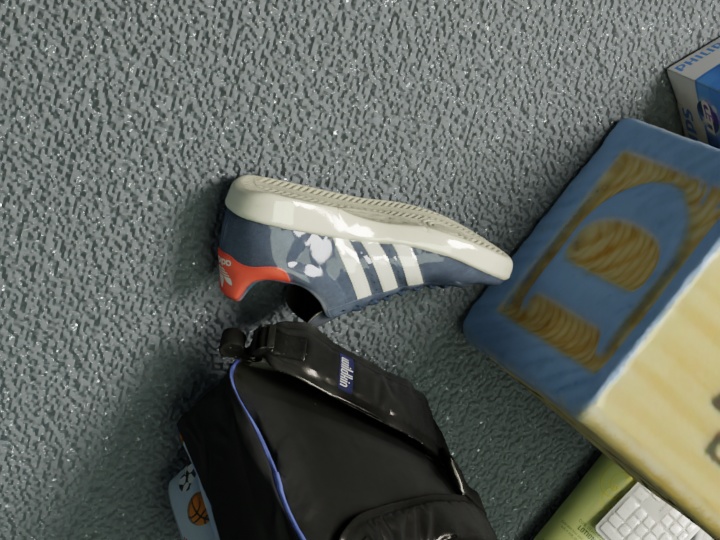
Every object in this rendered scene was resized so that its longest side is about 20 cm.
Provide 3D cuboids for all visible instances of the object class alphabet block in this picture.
[{"bbox_3d":[0.224,0.046,1.075,0.200,0.195,0.197,39,90,-26],"label":"alphabet block"}]

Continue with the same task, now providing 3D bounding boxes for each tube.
[{"bbox_3d":[0.195,0.167,1.213,0.200,0.052,0.058,-47,122,-3],"label":"tube"}]

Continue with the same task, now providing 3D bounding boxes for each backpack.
[{"bbox_3d":[-0.014,0.155,1.013,0.190,0.201,0.154,11,136,-40],"label":"backpack"}]

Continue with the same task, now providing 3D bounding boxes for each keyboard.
[{"bbox_3d":[0.261,0.141,1.196,0.200,0.011,0.056,-44,89,-9],"label":"keyboard"}]

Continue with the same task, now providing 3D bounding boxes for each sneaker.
[{"bbox_3d":[0.000,0.000,1.021,0.199,0.075,0.085,11,103,-23],"label":"sneaker"}]

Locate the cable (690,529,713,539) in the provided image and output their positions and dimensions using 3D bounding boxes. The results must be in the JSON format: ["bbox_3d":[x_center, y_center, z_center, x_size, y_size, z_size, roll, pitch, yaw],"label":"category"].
[{"bbox_3d":[0.321,0.190,1.285,0.200,0.069,0.200,32,93,-35],"label":"cable"}]

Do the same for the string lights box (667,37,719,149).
[{"bbox_3d":[0.295,-0.079,1.074,0.059,0.200,0.103,-31,123,-14],"label":"string lights box"}]
